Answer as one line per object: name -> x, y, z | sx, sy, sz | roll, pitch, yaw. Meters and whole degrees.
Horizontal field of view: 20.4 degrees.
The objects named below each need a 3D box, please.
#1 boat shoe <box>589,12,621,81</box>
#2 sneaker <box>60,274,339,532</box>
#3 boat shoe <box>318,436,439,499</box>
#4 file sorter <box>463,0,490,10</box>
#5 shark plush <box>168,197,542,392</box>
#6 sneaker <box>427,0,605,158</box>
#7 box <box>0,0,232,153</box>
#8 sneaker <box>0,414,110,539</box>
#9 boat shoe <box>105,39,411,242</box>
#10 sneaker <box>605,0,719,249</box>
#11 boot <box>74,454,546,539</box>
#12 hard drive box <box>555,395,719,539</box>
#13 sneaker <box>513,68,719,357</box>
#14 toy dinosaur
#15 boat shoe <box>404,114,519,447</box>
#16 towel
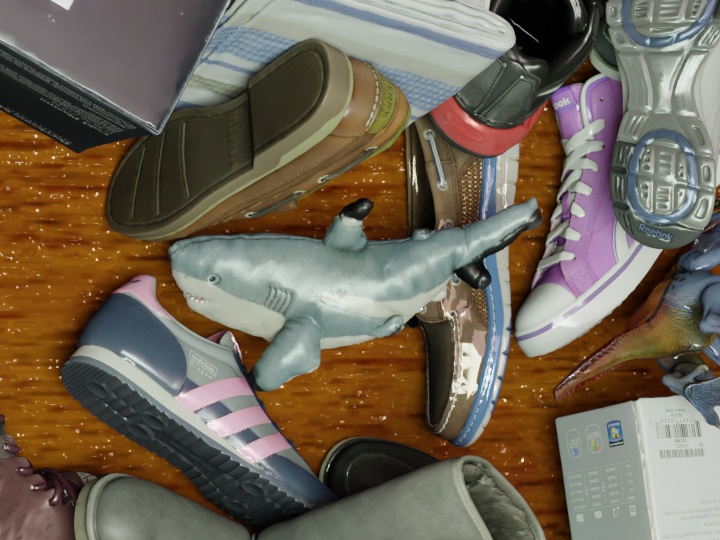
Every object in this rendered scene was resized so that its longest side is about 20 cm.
boat shoe -> 0.215, -0.184, 1.220 | 0.200, 0.062, 0.073 | -34, 57, -25
sneaker -> -0.072, 0.080, 1.125 | 0.200, 0.070, 0.082 | 42, 54, -25
boat shoe -> 0.063, 0.167, 1.178 | 0.201, 0.063, 0.074 | 40, 78, -15
file sorter -> -0.003, -0.224, 1.119 | 0.138, 0.124, 0.201 | 11, 86, -19
shark plush -> 0.000, 0.000, 1.090 | 0.199, 0.091, 0.084 | -8, 120, 13
sneaker -> 0.109, -0.157, 1.155 | 0.071, 0.098, 0.201 | 34, 56, -4
box -> -0.186, -0.156, 1.019 | 0.199, 0.182, 0.105 | 30, 79, -19
sneaker -> -0.189, 0.103, 1.082 | 0.115, 0.076, 0.201 | -13, 105, -26
boat shoe -> -0.057, -0.055, 1.073 | 0.068, 0.199, 0.072 | 21, 61, -39
sneaker -> 0.178, -0.112, 1.147 | 0.074, 0.087, 0.201 | 7, 91, 14
boot -> -0.025, 0.140, 1.058 | 0.182, 0.199, 0.073 | 35, 50, -42
hard drive box -> 0.208, 0.177, 1.187 | 0.155, 0.077, 0.201 | 1, 77, -35
sneaker -> 0.133, -0.046, 1.205 | 0.114, 0.073, 0.201 | 46, 65, -11
toy dinosaur -> 0.194, 0.007, 1.175 | 0.199, 0.182, 0.106 | 8, 111, -15
boat shoe -> 0.046, 0.002, 1.172 | 0.072, 0.072, 0.201 | 7, 77, -16
towel -> -0.025, -0.109, 1.070 | 0.146, 0.200, 0.024 | 13, 67, -24
